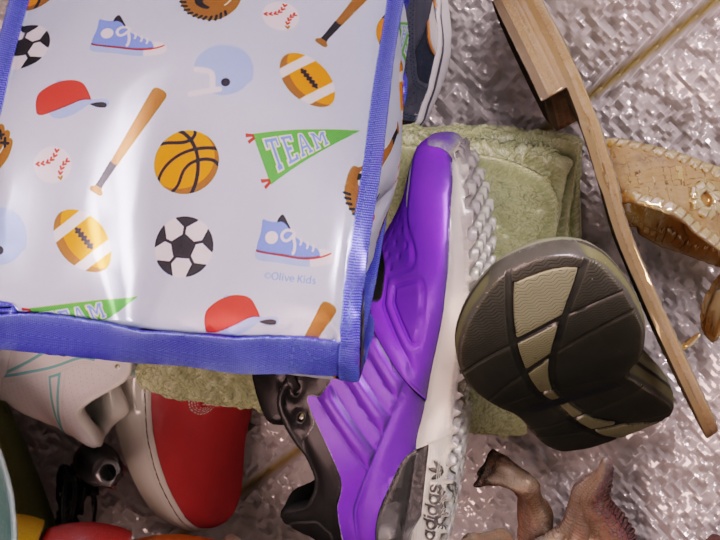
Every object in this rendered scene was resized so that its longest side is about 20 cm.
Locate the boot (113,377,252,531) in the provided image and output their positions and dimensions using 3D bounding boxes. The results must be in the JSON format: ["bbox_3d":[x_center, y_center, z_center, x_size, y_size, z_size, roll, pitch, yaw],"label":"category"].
[{"bbox_3d":[-0.041,0.041,1.418,0.144,0.072,0.200,9,113,26],"label":"boot"}]

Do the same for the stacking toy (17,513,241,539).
[{"bbox_3d":[-0.164,0.166,1.438,0.200,0.146,0.146,22,123,-2],"label":"stacking toy"}]

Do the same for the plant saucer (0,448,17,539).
[{"bbox_3d":[-0.247,0.117,1.388,0.200,0.036,0.200,1,95,16],"label":"plant saucer"}]

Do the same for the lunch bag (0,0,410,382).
[{"bbox_3d":[-0.069,-0.042,1.212,0.170,0.200,0.124,5,141,3],"label":"lunch bag"}]

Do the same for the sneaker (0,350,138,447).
[{"bbox_3d":[-0.123,0.003,1.368,0.080,0.070,0.200,35,140,14],"label":"sneaker"}]

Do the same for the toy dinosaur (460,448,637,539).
[{"bbox_3d":[0.089,0.170,1.377,0.136,0.086,0.200,31,108,-5],"label":"toy dinosaur"}]

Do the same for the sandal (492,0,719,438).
[{"bbox_3d":[0.132,-0.039,1.271,0.070,0.078,0.212,-26,80,3],"label":"sandal"}]

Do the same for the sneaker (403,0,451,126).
[{"bbox_3d":[-0.001,-0.132,1.310,0.078,0.079,0.200,23,122,21],"label":"sneaker"}]

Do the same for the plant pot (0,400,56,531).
[{"bbox_3d":[-0.246,0.109,1.527,0.187,0.187,0.200,-27,108,38],"label":"plant pot"}]

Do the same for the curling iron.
[{"bbox_3d":[-0.129,0.105,1.455,0.200,0.026,0.050,145,129,-76],"label":"curling iron"}]

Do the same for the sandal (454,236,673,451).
[{"bbox_3d":[0.085,0.026,1.273,0.080,0.201,0.057,-13,68,8],"label":"sandal"}]

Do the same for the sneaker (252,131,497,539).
[{"bbox_3d":[0.002,0.035,1.297,0.099,0.070,0.200,9,105,8],"label":"sneaker"}]

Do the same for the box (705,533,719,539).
[{"bbox_3d":[0.154,0.234,1.352,0.075,0.100,0.200,23,120,23],"label":"box"}]

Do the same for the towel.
[{"bbox_3d":[0.000,0.000,1.339,0.200,0.036,0.148,4,109,-4],"label":"towel"}]
